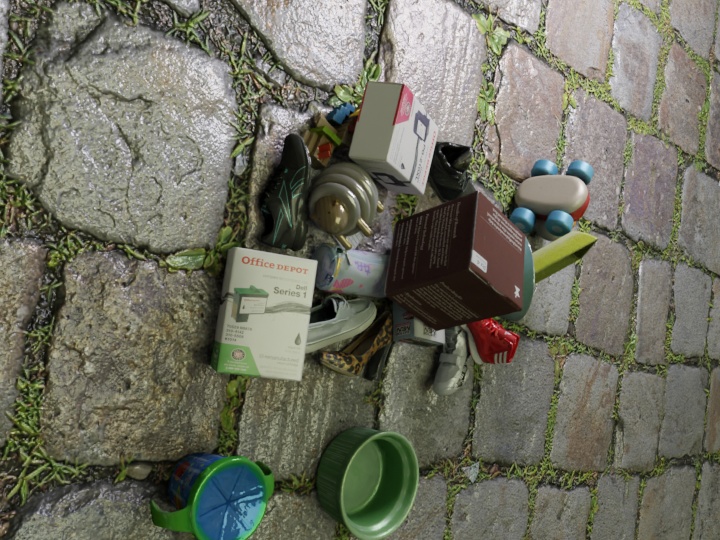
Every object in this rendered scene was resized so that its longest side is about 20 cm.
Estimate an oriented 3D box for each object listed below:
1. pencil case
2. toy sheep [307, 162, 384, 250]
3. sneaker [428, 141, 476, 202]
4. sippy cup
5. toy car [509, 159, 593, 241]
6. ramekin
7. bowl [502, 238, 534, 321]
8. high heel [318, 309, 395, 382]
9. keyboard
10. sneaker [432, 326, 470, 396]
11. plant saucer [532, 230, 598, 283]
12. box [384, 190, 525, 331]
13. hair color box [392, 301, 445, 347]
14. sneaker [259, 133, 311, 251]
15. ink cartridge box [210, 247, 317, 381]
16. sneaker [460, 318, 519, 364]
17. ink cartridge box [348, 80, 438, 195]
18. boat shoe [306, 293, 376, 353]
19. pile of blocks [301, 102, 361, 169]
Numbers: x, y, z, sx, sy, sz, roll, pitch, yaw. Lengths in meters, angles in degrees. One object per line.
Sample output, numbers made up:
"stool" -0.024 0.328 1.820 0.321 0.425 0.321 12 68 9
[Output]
"pencil case" 0.000 0.000 1.283 0.198 0.083 0.091 10 122 -41
"toy sheep" -0.028 -0.126 1.218 0.139 0.136 0.201 64 25 -23
"sneaker" 0.205 -0.200 1.435 0.199 0.113 0.077 44 67 -35
"sippy cup" -0.233 0.348 1.070 0.177 0.129 0.141 35 71 -36
"toy car" 0.479 -0.132 1.648 0.201 0.175 0.186 52 58 -43
"ramekin" 0.010 0.399 1.303 0.198 0.097 0.204 -2 93 -40
"bowl" 0.289 0.012 1.484 0.103 0.201 0.205 -2 94 -12
"high heel" -0.005 0.129 1.292 0.199 0.071 0.145 24 80 -52
"keyboard" -0.060 -0.119 1.276 0.056 0.011 0.201 -50 122 -27
"sneaker" 0.194 0.164 1.469 0.116 0.074 0.201 54 54 -27
"plant saucer" 0.431 -0.022 1.568 0.198 0.200 0.048 -28 76 1
"box" 0.175 -0.011 1.254 0.165 0.198 0.166 35 52 -35
"hair color box" 0.116 0.045 1.368 0.098 0.060 0.204 17 65 -42
"sneaker" -0.130 -0.136 1.170 0.078 0.075 0.204 2 91 -24
"ink cartridge box" -0.159 0.070 1.125 0.144 0.084 0.204 9 86 -18
"sneaker" 0.269 0.107 1.412 0.078 0.114 0.202 -49 123 -38
"ink cartridge box" 0.068 -0.243 1.284 0.200 0.083 0.147 26 77 -63
"boat shoe" -0.048 0.084 1.247 0.199 0.070 0.073 -23 128 -34
"pile of blocks" -0.035 -0.265 1.253 0.200 0.062 0.083 -46 119 -32
